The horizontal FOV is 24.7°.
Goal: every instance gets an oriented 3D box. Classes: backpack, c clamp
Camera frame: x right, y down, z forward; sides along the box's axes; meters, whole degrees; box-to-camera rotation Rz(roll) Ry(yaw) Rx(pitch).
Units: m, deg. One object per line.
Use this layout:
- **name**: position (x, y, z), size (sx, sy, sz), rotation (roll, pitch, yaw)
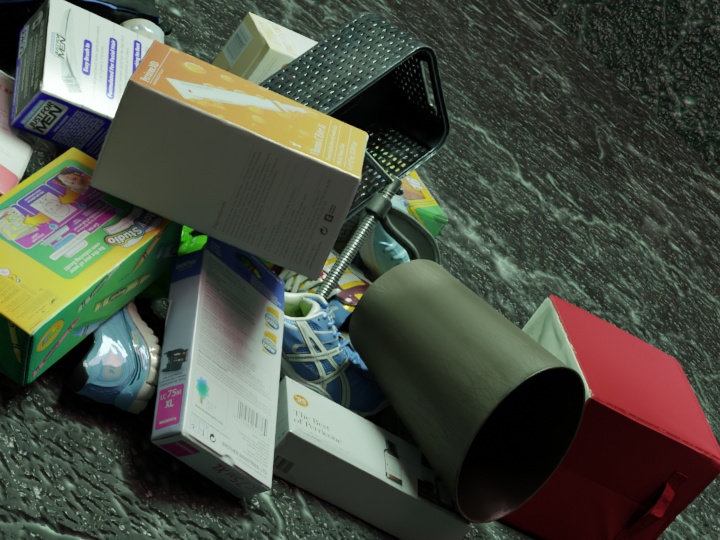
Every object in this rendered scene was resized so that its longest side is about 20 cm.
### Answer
- **backpack**: position (-0.318, -0.298, 1.666), size (0.200, 0.189, 0.156), rotation (15, 69, -62)
- **c clamp**: position (0.000, 0.000, 1.612), size (0.170, 0.201, 0.027), rotation (36, -12, -34)

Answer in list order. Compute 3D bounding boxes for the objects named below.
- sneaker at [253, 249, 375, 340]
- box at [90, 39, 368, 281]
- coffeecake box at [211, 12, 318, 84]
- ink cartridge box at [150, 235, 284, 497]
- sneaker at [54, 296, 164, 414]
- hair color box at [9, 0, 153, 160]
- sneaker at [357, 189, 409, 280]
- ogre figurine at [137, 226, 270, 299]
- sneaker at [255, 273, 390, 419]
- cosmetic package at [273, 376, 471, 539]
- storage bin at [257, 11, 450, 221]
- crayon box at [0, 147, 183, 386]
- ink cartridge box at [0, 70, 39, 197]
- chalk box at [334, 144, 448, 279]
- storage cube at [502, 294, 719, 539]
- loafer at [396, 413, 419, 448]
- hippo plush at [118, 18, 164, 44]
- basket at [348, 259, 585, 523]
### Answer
- **sneaker**: position (-0.043, 0.016, 1.651), size (0.199, 0.075, 0.090), rotation (29, 18, -22)
- **box**: position (-0.103, -0.092, 1.341), size (0.198, 0.098, 0.125), rotation (23, 22, -6)
- **coffeecake box**: position (-0.082, -0.182, 1.861), size (0.199, 0.154, 0.073), rotation (18, 30, -42)
- **ink cartridge box**: position (-0.113, 0.071, 1.347), size (0.119, 0.042, 0.202), rotation (41, 44, -45)
- **sneaker**: position (-0.231, 0.027, 1.340), size (0.089, 0.079, 0.201), rotation (10, 34, -41)
- **hair color box**: position (-0.206, -0.150, 1.458), size (0.199, 0.065, 0.110), rotation (23, 49, -32)
- **sneaker**: position (0.058, -0.005, 1.714), size (0.081, 0.074, 0.201), rotation (17, -31, 31)
- **ogre figurine**: position (-0.129, -0.014, 1.474), size (0.198, 0.099, 0.120), rotation (10, 25, 35)
- **sneaker**: position (-0.042, 0.073, 1.543), size (0.199, 0.077, 0.076), rotation (31, 22, -26)
- **cosmetic package**: position (0.004, 0.175, 1.458), size (0.199, 0.051, 0.083), rotation (30, 23, -22)
- **storage bin**: position (-0.019, -0.144, 1.628), size (0.094, 0.199, 0.136), rotation (35, -26, 38)
- **crayon box**: position (-0.243, -0.008, 1.292), size (0.118, 0.059, 0.200), rotation (30, 41, 15)
- **ink cartridge box**: position (-0.357, -0.113, 1.396), size (0.145, 0.085, 0.201), rotation (33, 25, -16)
- **chalk box**: position (-0.031, -0.072, 1.771), size (0.199, 0.124, 0.125), rotation (19, 29, -41)
- **storage cube**: position (0.229, 0.165, 1.668), size (0.179, 0.171, 0.201), rotation (26, 26, -25)
- **loafer**: position (0.067, 0.112, 1.597), size (0.063, 0.071, 0.202), rotation (67, 21, -53)
- **hippo plush**: position (-0.193, -0.138, 1.600), size (0.160, 0.160, 0.201), rotation (28, 24, -23)
- **basket**: position (0.087, 0.095, 1.480), size (0.135, 0.182, 0.200), rotation (-14, 44, -32)
